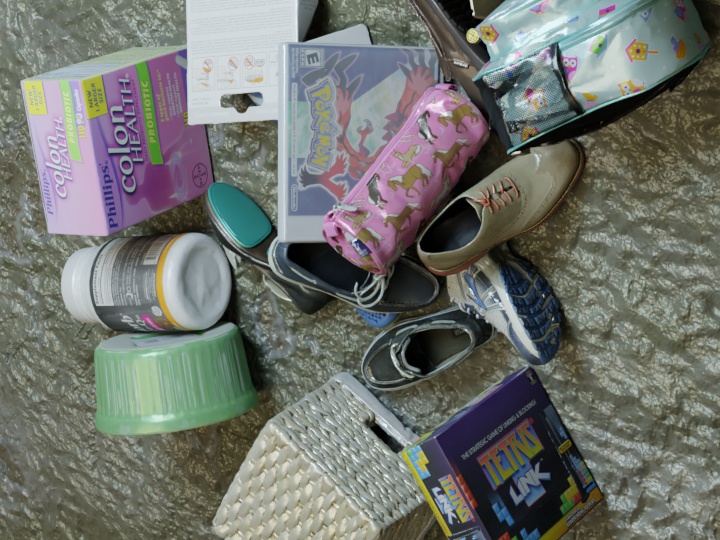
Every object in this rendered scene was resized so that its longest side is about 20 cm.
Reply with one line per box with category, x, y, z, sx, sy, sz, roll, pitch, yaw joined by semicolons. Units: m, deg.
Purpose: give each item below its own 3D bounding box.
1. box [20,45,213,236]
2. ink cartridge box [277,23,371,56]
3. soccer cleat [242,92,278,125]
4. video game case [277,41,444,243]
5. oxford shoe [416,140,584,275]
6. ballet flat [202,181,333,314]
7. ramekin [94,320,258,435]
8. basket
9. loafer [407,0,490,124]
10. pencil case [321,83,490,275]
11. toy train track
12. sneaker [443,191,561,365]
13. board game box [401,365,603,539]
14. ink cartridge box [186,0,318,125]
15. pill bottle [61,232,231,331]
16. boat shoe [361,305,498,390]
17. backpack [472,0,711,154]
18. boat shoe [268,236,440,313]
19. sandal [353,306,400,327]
box;-0.274;-0.153;1.865;0.096;0.199;0.178;4;109;34
ink cartridge box;-0.002;-0.152;1.713;0.068;0.114;0.202;5;114;67
soccer cleat;-0.051;-0.172;1.779;0.200;0.070;0.087;42;127;16
video game case;0.002;-0.130;1.666;0.023;0.180;0.203;-173;82;-68
oxford shoe;0.142;-0.065;1.634;0.199;0.075;0.071;-40;76;6
ballet flat;-0.115;-0.018;1.890;0.200;0.068;0.069;41;135;17
ramekin;-0.226;0.125;1.943;0.198;0.199;0.099;-3;99;36
basket;-0.031;0.265;1.867;0.198;0.160;0.201;42;125;16
loafer;0.098;-0.225;1.648;0.071;0.073;0.201;-40;83;37
pencil case;0.047;-0.093;1.634;0.082;0.201;0.087;35;168;17
toy train track;0.131;-0.210;1.588;0.032;0.114;0.203;-13;85;31
sneaker;0.139;0.019;1.718;0.085;0.077;0.201;-43;71;40
board game box;0.152;0.215;1.696;0.056;0.199;0.167;-28;91;41
ink cartridge box;-0.120;-0.264;1.780;0.159;0.050;0.203;1;95;35
pill bottle;-0.263;0.016;1.975;0.198;0.116;0.118;-3;106;37
boat shoe;0.064;0.085;1.793;0.199;0.071;0.073;-32;88;39
backpack;0.217;-0.212;1.505;0.198;0.176;0.155;-12;104;34
boat shoe;0.000;0.000;1.747;0.062;0.198;0.076;-179;107;-72
sandal;-0.023;-0.022;1.807;0.079;0.087;0.201;-32;89;37
